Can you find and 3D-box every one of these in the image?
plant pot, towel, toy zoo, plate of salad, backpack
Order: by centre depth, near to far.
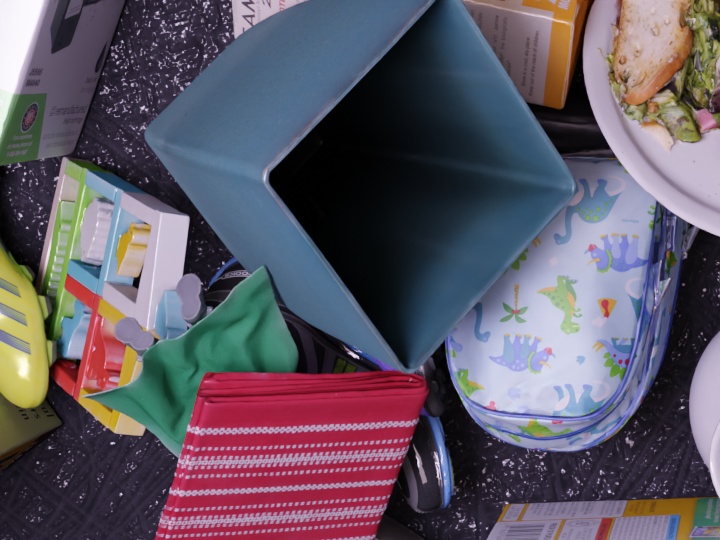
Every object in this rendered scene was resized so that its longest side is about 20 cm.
[{"bbox_3d":[-0.020,-0.061,1.112,0.141,0.199,0.142,-47,121,-18],"label":"plant pot"},{"bbox_3d":[0.222,-0.109,1.158,0.198,0.048,0.202,6,65,-12],"label":"plate of salad"},{"bbox_3d":[-0.050,0.138,1.169,0.144,0.023,0.201,0,126,-29],"label":"towel"},{"bbox_3d":[0.112,0.003,1.202,0.162,0.154,0.202,6,108,6],"label":"backpack"},{"bbox_3d":[-0.149,0.015,1.233,0.020,0.200,0.132,8,100,-29],"label":"toy zoo"}]

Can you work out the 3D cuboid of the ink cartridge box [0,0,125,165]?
[{"bbox_3d":[-0.198,-0.173,1.234,0.083,0.145,0.201,22,100,8],"label":"ink cartridge box"}]

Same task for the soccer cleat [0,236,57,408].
[{"bbox_3d":[-0.250,-0.002,1.276,0.065,0.083,0.201,-41,67,51],"label":"soccer cleat"}]

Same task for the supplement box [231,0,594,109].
[{"bbox_3d":[0.037,-0.179,1.190,0.198,0.127,0.074,13,142,9],"label":"supplement box"}]

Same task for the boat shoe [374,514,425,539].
[{"bbox_3d":[0.032,0.202,1.263,0.199,0.073,0.063,32,98,2],"label":"boat shoe"}]

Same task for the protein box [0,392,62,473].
[{"bbox_3d":[-0.318,0.068,1.254,0.135,0.200,0.199,-36,88,13],"label":"protein box"}]

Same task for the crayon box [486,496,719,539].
[{"bbox_3d":[0.175,0.169,1.202,0.198,0.126,0.052,-4,95,12],"label":"crayon box"}]

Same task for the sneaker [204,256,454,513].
[{"bbox_3d":[-0.022,0.075,1.250,0.083,0.071,0.200,-41,80,-23],"label":"sneaker"}]

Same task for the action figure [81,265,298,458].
[{"bbox_3d":[-0.067,0.083,1.169,0.118,0.200,0.055,-32,46,0],"label":"action figure"}]

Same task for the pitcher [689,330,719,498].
[{"bbox_3d":[0.256,0.058,1.136,0.121,0.200,0.172,36,96,7],"label":"pitcher"}]

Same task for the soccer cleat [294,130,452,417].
[{"bbox_3d":[0.000,0.000,1.232,0.073,0.068,0.201,-20,72,8],"label":"soccer cleat"}]
